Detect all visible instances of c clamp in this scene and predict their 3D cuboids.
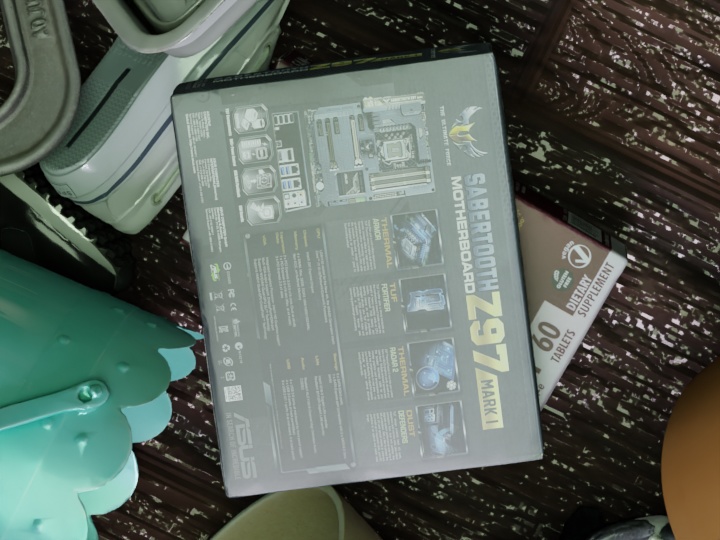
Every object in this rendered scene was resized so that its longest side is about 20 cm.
[{"bbox_3d":[-0.223,-0.110,1.367,0.170,0.027,0.201,-10,74,5],"label":"c clamp"}]

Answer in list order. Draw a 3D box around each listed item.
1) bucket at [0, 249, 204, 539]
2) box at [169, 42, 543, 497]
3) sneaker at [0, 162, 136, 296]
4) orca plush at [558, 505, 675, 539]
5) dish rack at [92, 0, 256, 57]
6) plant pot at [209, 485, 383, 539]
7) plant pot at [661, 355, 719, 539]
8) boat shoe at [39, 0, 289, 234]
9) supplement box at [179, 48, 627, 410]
[{"bbox_3d":[-0.178,0.089,1.341,0.134,0.207,0.208,27,98,1],"label":"bucket"},{"bbox_3d":[0.000,0.000,1.349,0.157,0.051,0.201,-8,100,4],"label":"box"},{"bbox_3d":[-0.207,-0.033,1.418,0.200,0.070,0.090,37,102,4],"label":"sneaker"},{"bbox_3d":[0.133,0.133,1.412,0.199,0.071,0.105,-26,140,-8],"label":"orca plush"},{"bbox_3d":[-0.058,-0.203,1.360,0.200,0.044,0.172,-44,50,8],"label":"dish rack"},{"bbox_3d":[0.001,0.236,1.391,0.200,0.187,0.187,38,98,-20],"label":"plant pot"},{"bbox_3d":[0.238,0.094,1.337,0.199,0.140,0.201,11,70,-31],"label":"plant pot"},{"bbox_3d":[-0.079,-0.109,1.402,0.200,0.073,0.067,-49,131,-4],"label":"boat shoe"},{"bbox_3d":[0.022,-0.013,1.405,0.199,0.061,0.109,30,99,1],"label":"supplement box"}]
